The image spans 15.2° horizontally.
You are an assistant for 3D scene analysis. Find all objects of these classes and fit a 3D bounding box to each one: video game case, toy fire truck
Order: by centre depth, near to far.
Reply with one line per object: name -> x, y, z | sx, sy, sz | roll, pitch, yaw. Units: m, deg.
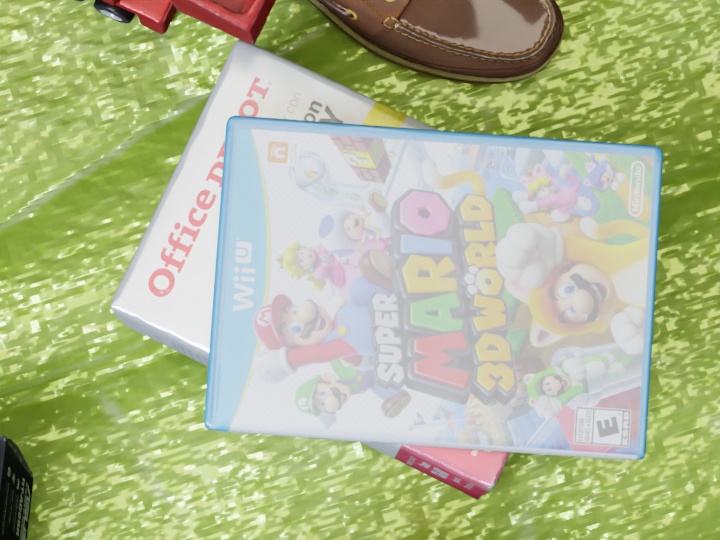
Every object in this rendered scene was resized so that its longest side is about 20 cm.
video game case -> 0.034, 0.008, 1.227 | 0.199, 0.018, 0.144 | 4, 85, -1
toy fire truck -> -0.128, -0.161, 1.268 | 0.200, 0.141, 0.049 | 25, 84, 2

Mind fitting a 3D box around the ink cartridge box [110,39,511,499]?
ink cartridge box -> 0.000, 0.000, 1.279 | 0.200, 0.083, 0.145 | 25, 84, 2

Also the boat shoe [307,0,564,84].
boat shoe -> 0.005, -0.151, 1.305 | 0.200, 0.068, 0.072 | 27, 84, 3

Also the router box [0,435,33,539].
router box -> -0.237, 0.175, 1.233 | 0.149, 0.062, 0.201 | 1, 68, 8
